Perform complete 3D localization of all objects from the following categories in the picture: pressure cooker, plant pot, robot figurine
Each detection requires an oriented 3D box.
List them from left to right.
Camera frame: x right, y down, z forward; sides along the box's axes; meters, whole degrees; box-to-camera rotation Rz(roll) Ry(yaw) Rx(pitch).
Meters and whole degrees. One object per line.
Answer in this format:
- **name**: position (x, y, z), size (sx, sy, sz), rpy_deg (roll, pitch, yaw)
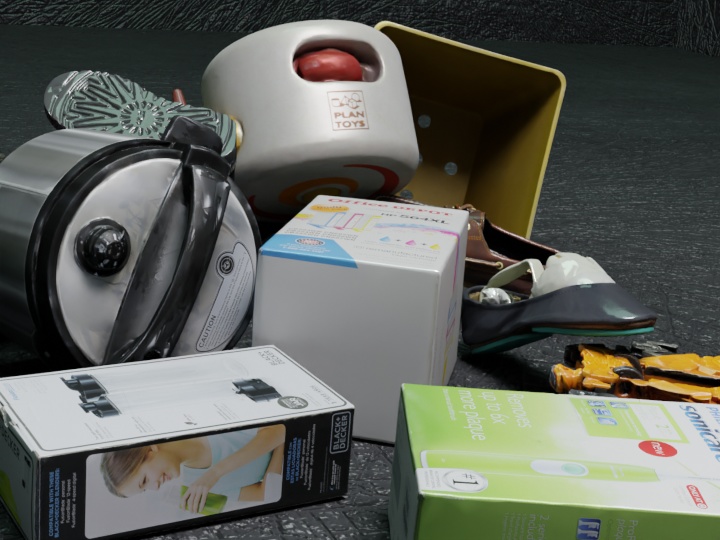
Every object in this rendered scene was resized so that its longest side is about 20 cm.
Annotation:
- **pressure cooker**: position (-0.166, -0.005, 0.900), size (0.177, 0.178, 0.199), rpy_deg (-26, 22, -30)
- **plant pot**: position (0.072, -0.120, 1.333), size (0.197, 0.203, 0.176), rpy_deg (14, -1, -10)
- **robot figurine**: position (0.229, 0.096, 0.902), size (0.197, 0.059, 0.145), rpy_deg (7, 16, 6)

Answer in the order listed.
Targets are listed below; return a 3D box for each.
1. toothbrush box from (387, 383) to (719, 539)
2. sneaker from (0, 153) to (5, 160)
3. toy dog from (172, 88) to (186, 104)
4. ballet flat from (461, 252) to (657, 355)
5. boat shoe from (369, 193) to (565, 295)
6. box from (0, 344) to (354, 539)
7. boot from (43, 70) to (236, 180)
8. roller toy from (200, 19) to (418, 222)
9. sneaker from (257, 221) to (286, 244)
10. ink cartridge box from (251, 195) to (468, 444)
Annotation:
- **toothbrush box**: position (0.119, 0.132, 0.702), size (0.197, 0.087, 0.146), rpy_deg (6, 17, -3)
- **sneaker**: position (-0.462, -0.105, 1.344), size (0.197, 0.079, 0.085), rpy_deg (9, 17, 12)
- **toy dog**: position (-0.132, -0.125, 1.323), size (0.131, 0.098, 0.199), rpy_deg (-10, -19, 40)
- **ballet flat**: position (0.141, 0.023, 0.981), size (0.072, 0.074, 0.199), rpy_deg (-6, -4, -32)
- **boat shoe**: position (0.096, -0.024, 1.131), size (0.198, 0.071, 0.071), rpy_deg (23, 40, -5)
- **box**: position (-0.117, 0.101, 0.780), size (0.198, 0.061, 0.116), rpy_deg (-5, 19, -32)
- **boot**: position (-0.178, -0.064, 1.085), size (0.163, 0.201, 0.066), rpy_deg (20, 59, 7)
- **roller toy**: position (-0.044, -0.122, 1.138), size (0.180, 0.142, 0.200), rpy_deg (-16, -16, 21)
- **sneaker**: position (-0.113, -0.044, 1.284), size (0.198, 0.077, 0.115), rpy_deg (17, 10, 13)
- **ink cartridge box**: position (0.006, 0.025, 0.954), size (0.127, 0.127, 0.200), rpy_deg (7, 17, 9)
